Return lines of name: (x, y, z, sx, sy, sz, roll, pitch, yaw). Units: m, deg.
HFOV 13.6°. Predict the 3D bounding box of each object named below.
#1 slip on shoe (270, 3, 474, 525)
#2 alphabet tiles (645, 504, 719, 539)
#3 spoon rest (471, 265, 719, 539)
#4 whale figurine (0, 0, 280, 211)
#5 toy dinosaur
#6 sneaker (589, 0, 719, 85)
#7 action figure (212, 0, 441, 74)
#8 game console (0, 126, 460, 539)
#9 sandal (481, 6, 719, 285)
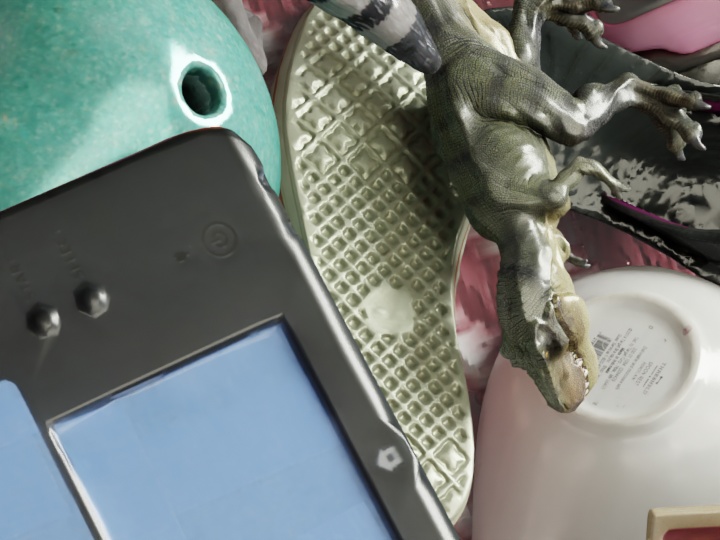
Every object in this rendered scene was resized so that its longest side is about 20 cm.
slip on shoe: (0.000, 0.000, 0.949, 0.074, 0.061, 0.201, 7, 63, -18)
alphabet tiles: (0.150, 0.149, 0.952, 0.199, 0.006, 0.167, -2, 111, -11)
spoon rest: (0.061, 0.077, 0.973, 0.200, 0.099, 0.061, -50, 151, -25)
whale figurine: (-0.092, -0.012, 0.828, 0.159, 0.103, 0.200, 53, 41, -18)
toy dinosaur: (0.051, -0.056, 0.942, 0.088, 0.048, 0.201, -13, 64, -24)
sneaker: (0.170, -0.075, 1.095, 0.199, 0.079, 0.096, -18, 99, -32)
action figure: (-0.024, -0.141, 0.853, 0.193, 0.199, 0.105, 30, 39, -51)
game console: (-0.062, 0.081, 0.741, 0.176, 0.031, 0.201, -25, 80, -16)
sandal: (0.118, -0.032, 1.004, 0.199, 0.048, 0.076, 15, 91, -9)
